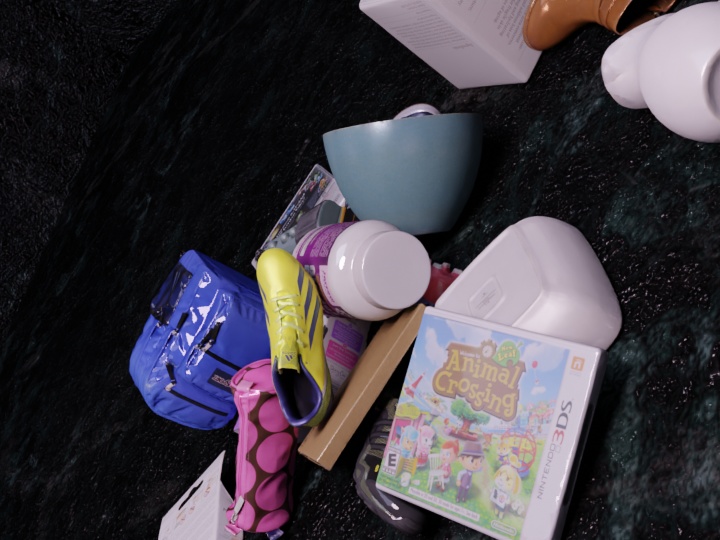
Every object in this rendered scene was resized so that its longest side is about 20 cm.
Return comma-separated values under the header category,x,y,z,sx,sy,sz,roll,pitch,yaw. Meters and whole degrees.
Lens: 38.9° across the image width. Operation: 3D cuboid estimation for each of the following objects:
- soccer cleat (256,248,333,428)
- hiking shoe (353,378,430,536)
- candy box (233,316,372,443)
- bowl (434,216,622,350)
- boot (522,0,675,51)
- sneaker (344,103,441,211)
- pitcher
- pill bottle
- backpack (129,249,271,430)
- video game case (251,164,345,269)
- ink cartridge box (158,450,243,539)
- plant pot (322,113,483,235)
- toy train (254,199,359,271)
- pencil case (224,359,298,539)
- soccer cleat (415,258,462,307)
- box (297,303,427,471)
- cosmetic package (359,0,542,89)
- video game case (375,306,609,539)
category,x,y,z,sx,sy,sz,roll,pitch,yaw
soccer cleat,-0.074,0.075,1.118,0.064,0.203,0.084,-12,3,17
hiking shoe,0.046,0.180,1.053,0.101,0.075,0.201,-51,26,21
candy box,-0.070,0.117,1.327,0.167,0.071,0.202,-24,42,49
bowl,0.149,0.046,1.023,0.200,0.074,0.201,-48,27,23
boot,0.282,-0.306,1.190,0.199,0.077,0.156,-38,36,22
sneaker,0.043,-0.133,1.402,0.200,0.070,0.109,-45,23,39
pitcher,0.332,-0.203,0.945,0.171,0.122,0.200,-38,18,6
pill bottle,0.000,0.000,1.161,0.113,0.112,0.200,-63,20,-11
backpack,-0.202,0.102,1.315,0.201,0.162,0.168,-57,28,4
video game case,-0.092,-0.062,1.618,0.201,0.023,0.182,-56,26,5
ink cartridge box,-0.217,0.363,1.361,0.162,0.050,0.201,-48,19,20
plant pot,0.059,-0.111,1.255,0.199,0.198,0.137,-3,95,59
toy train,-0.063,-0.024,1.420,0.199,0.113,0.086,-27,38,46
pencil case,-0.118,0.209,1.200,0.090,0.093,0.202,19,113,44
soccer cleat,0.060,0.014,1.229,0.200,0.066,0.077,27,99,65
box,0.002,0.128,1.135,0.201,0.021,0.163,-55,5,-11
cosmetic package,0.141,-0.365,1.336,0.169,0.199,0.166,-62,27,-9
video game case,0.114,0.140,0.928,0.199,0.022,0.184,12,84,43
